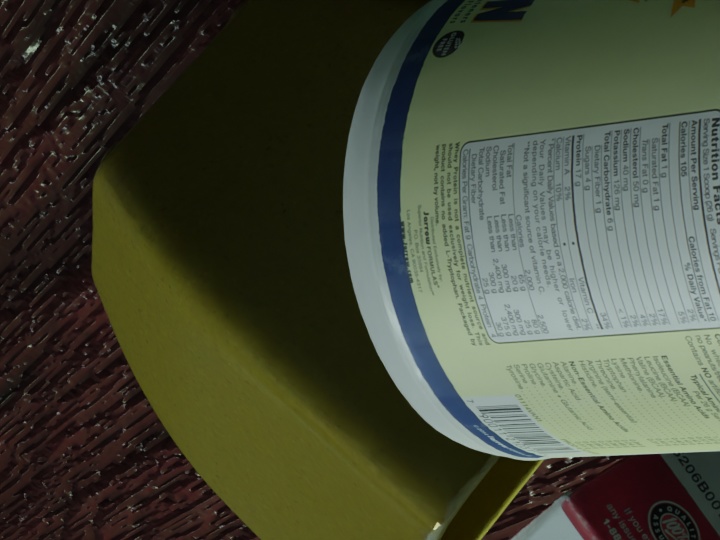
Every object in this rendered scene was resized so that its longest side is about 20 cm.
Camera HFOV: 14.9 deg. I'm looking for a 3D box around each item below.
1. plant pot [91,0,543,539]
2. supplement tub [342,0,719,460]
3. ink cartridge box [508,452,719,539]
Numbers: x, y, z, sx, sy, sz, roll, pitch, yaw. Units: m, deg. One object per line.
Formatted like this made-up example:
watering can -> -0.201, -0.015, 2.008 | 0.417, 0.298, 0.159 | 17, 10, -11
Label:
plant pot -> 0.000, 0.000, 1.107 | 0.200, 0.194, 0.196 | 37, 159, 8
supplement tub -> 0.110, -0.022, 0.773 | 0.199, 0.146, 0.145 | -6, 139, 41
ink cartridge box -> 0.171, 0.114, 1.040 | 0.146, 0.199, 0.083 | 55, 147, 12
